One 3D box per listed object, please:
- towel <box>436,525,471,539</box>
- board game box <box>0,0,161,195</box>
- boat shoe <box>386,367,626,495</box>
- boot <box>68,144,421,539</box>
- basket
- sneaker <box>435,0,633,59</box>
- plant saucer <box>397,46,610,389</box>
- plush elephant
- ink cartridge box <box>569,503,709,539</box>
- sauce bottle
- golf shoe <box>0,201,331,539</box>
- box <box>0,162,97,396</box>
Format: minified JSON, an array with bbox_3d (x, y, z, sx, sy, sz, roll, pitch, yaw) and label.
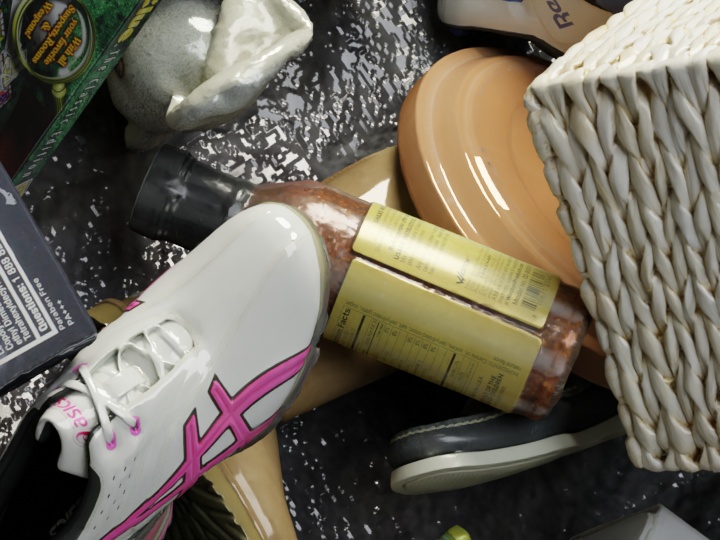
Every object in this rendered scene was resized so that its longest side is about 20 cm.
[{"bbox_3d":[-0.024,0.187,1.230,0.200,0.018,0.086,-26,120,-32],"label":"towel"},{"bbox_3d":[-0.139,-0.118,1.177,0.105,0.200,0.023,47,29,13],"label":"board game box"},{"bbox_3d":[0.074,0.058,1.303,0.200,0.072,0.068,-16,86,-50],"label":"boat shoe"},{"bbox_3d":[-0.011,0.050,1.278,0.200,0.066,0.175,-26,88,-34],"label":"boot"},{"bbox_3d":[0.196,-0.032,1.220,0.200,0.161,0.199,-40,117,-53],"label":"basket"},{"bbox_3d":[0.062,-0.175,1.368,0.080,0.115,0.200,-19,67,-42],"label":"sneaker"},{"bbox_3d":[0.107,-0.029,1.339,0.200,0.032,0.200,27,37,-22],"label":"plant saucer"},{"bbox_3d":[-0.086,-0.129,1.235,0.200,0.165,0.155,25,72,-11],"label":"plush elephant"},{"bbox_3d":[0.162,0.224,1.303,0.200,0.087,0.145,37,60,-16],"label":"ink cartridge box"},{"bbox_3d":[0.000,0.000,1.230,0.200,0.066,0.066,24,62,3],"label":"sauce bottle"},{"bbox_3d":[-0.086,0.057,1.158,0.073,0.200,0.092,40,11,20],"label":"golf shoe"},{"bbox_3d":[-0.249,-0.003,1.127,0.198,0.123,0.200,-30,91,-33],"label":"box"}]
